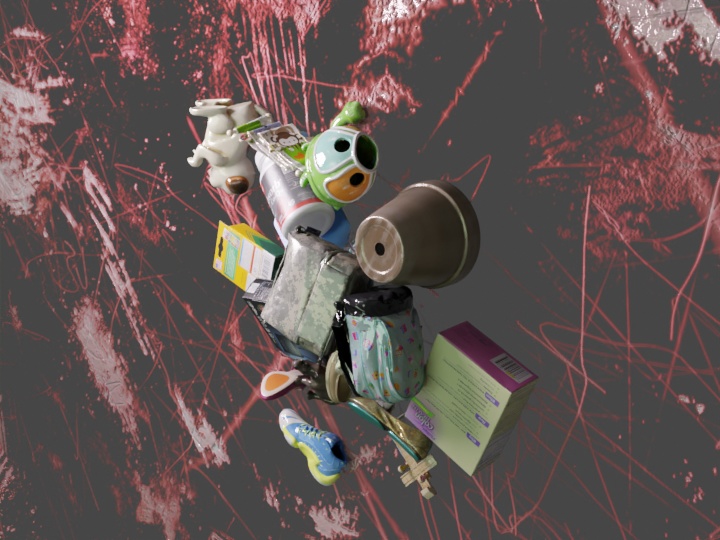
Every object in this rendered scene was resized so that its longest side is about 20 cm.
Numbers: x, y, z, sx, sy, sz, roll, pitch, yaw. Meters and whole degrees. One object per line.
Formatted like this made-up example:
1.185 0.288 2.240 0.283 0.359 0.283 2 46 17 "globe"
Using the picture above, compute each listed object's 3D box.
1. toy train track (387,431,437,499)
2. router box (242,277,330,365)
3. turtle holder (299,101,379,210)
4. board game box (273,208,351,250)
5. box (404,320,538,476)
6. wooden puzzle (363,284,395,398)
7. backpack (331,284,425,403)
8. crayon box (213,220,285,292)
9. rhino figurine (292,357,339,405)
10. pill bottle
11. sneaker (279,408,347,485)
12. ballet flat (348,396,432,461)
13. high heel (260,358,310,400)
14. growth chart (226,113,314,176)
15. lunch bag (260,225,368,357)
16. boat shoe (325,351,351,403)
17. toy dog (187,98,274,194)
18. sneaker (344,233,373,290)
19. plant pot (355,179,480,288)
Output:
0.088 0.379 1.688 0.115 0.032 0.201 -47 67 40 "toy train track"
-0.140 0.111 1.741 0.148 0.062 0.201 7 140 39 "router box"
-0.023 -0.217 1.576 0.131 0.187 0.141 -21 119 45 "turtle holder"
-0.092 -0.089 1.722 0.157 0.039 0.202 -38 65 21 "board game box"
0.199 0.231 1.498 0.175 0.096 0.202 38 124 30 "box"
0.043 0.148 1.671 0.184 0.037 0.203 -24 80 45 "wooden puzzle"
0.041 0.137 1.473 0.125 0.166 0.204 3 101 43 "backpack"
-0.253 -0.022 1.892 0.199 0.051 0.128 32 122 33 "crayon box"
-0.088 0.228 1.733 0.086 0.061 0.201 8 152 24 "rhino figurine"
-0.138 -0.165 1.666 0.116 0.114 0.202 -53 52 38 "pill bottle"
-0.096 0.377 1.847 0.105 0.075 0.201 -45 77 28 "sneaker"
0.065 0.304 1.665 0.199 0.070 0.072 34 123 25 "ballet flat"
-0.164 0.258 1.785 0.066 0.200 0.098 11 113 13 "high heel"
-0.150 -0.254 1.650 0.198 0.145 0.018 32 133 16 "growth chart"
-0.088 0.037 1.550 0.166 0.139 0.203 24 103 12 "lunch bag"
-0.019 0.183 1.667 0.065 0.071 0.203 25 110 41 "boat shoe"
-0.285 -0.268 1.808 0.140 0.190 0.203 -121 29 -66 "toy dog"
0.000 0.000 1.648 0.200 0.091 0.078 -49 33 19 "sneaker"
0.086 -0.053 1.475 0.198 0.172 0.204 14 111 41 "plant pot"
